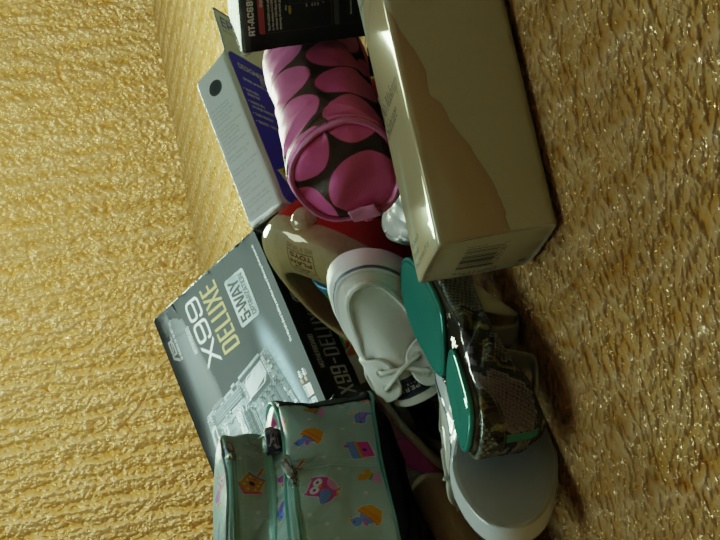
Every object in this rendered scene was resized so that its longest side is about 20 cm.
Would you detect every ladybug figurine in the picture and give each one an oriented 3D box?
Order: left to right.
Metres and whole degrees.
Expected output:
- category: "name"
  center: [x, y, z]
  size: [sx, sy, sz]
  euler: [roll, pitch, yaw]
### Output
- category: "ladybug figurine"
  center: [0.000, 0.000, 1.499]
  size: [0.135, 0.072, 0.200]
  euler: [22, 163, 30]
- category: "ladybug figurine"
  center: [0.082, 0.212, 1.416]
  size: [0.200, 0.071, 0.137]
  euler: [-130, 32, -70]

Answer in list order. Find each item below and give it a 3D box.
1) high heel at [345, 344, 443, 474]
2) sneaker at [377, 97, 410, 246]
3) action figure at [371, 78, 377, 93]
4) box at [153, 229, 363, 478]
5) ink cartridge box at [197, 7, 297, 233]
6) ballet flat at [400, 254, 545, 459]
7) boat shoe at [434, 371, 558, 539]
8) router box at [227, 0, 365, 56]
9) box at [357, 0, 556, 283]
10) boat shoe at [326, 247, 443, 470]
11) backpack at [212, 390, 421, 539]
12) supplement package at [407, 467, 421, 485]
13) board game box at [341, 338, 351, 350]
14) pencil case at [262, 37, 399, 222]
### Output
- category: "high heel"
  center: [0.035, 0.109, 1.676]
  size: [0.096, 0.067, 0.200]
  euler: [57, 179, -15]
- category: "sneaker"
  center: [0.042, -0.087, 1.429]
  size: [0.200, 0.074, 0.088]
  euler: [-122, 41, -59]
- category: "action figure"
  center: [0.009, -0.096, 1.565]
  size: [0.200, 0.065, 0.052]
  euler: [-112, 13, -58]
- category: "box"
  center: [-0.078, 0.089, 1.620]
  size: [0.157, 0.050, 0.201]
  euler: [-38, 67, 40]
- category: "ink cartridge box"
  center: [-0.052, -0.098, 1.632]
  size: [0.198, 0.043, 0.201]
  euler: [26, -141, -54]
- category: "ballet flat"
  center: [0.078, 0.054, 1.303]
  size: [0.201, 0.071, 0.073]
  euler: [-111, 15, -54]
- category: "boat shoe"
  center: [0.084, 0.132, 1.327]
  size: [0.203, 0.074, 0.087]
  euler: [-108, 13, -54]
- category: "router box"
  center: [-0.021, -0.256, 1.343]
  size: [0.062, 0.148, 0.201]
  euler: [-113, 17, -55]
- category: "box"
  center: [0.058, -0.104, 1.242]
  size: [0.095, 0.077, 0.202]
  euler: [109, 150, -72]
- category: "boat shoe"
  center: [0.039, 0.067, 1.417]
  size: [0.200, 0.073, 0.066]
  euler: [53, -162, -36]
- category: "backpack"
  center: [-0.027, 0.203, 1.386]
  size: [0.200, 0.152, 0.177]
  euler: [-117, 22, -55]
- category: "supplement package"
  center: [-0.016, 0.289, 1.700]
  size: [0.147, 0.189, 0.201]
  euler: [98, 161, -62]
- category: "board game box"
  center: [-0.030, 0.082, 1.744]
  size: [0.200, 0.040, 0.155]
  euler: [0, -97, -71]
- category: "pencil case"
  center: [-0.018, -0.103, 1.374]
  size: [0.200, 0.090, 0.094]
  euler: [-100, -2, -62]
